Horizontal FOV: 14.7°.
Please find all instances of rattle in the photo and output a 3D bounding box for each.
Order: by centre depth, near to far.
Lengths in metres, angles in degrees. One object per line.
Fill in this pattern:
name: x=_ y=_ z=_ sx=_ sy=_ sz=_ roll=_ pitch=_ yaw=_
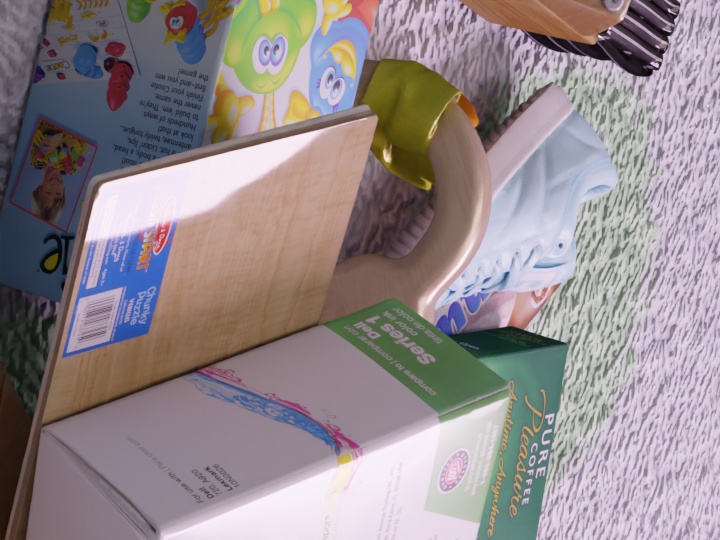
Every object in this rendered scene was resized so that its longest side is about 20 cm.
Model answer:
rattle: x=0.000 y=0.000 z=1.368 sx=0.143 sy=0.130 sz=0.201 roll=178 pitch=-88 yaw=-83

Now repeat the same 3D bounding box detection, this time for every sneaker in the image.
sneaker: x=0.074 y=-0.015 z=1.452 sx=0.082 sy=0.074 sz=0.200 roll=45 pitch=57 yaw=-3

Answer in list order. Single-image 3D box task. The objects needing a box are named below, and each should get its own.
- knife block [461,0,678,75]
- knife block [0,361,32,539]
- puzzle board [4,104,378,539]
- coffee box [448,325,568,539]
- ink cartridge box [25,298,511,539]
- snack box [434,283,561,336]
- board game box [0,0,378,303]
knife block: x=0.079 y=-0.164 z=1.440 sx=0.199 sy=0.176 sz=0.064 roll=21 pitch=83 yaw=-10
knife block: x=-0.211 y=0.105 z=1.137 sx=0.176 sy=0.064 sz=0.200 roll=-51 pitch=139 yaw=-31
puzzle board: x=-0.074 y=0.028 z=1.160 sx=0.150 sy=0.017 sz=0.201 roll=-16 pitch=134 yaw=-41
coffee box: x=0.029 y=0.099 z=1.443 sx=0.200 sy=0.044 sz=0.124 roll=-9 pitch=110 yaw=-51
ink cartridge box: x=-0.044 y=0.114 z=1.188 sx=0.199 sy=0.084 sz=0.145 roll=-19 pitch=134 yaw=-39
snack box: x=0.040 y=0.044 z=1.496 sx=0.200 sy=0.024 sz=0.072 roll=-49 pitch=137 yaw=-31
board game box: x=-0.073 y=-0.076 z=1.224 sx=0.103 sy=0.105 sz=0.201 roll=10 pitch=95 yaw=-55
